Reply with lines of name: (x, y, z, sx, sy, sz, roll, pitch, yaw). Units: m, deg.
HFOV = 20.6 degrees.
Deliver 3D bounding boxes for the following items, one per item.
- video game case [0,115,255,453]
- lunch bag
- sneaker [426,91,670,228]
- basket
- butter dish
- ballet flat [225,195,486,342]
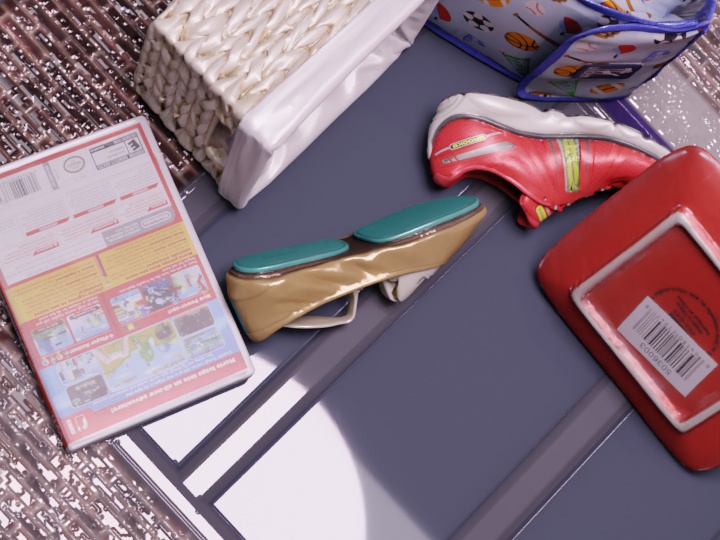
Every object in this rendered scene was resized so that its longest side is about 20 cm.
video game case: (-0.175, 0.007, 1.366, 0.142, 0.017, 0.202, -21, 81, -20)
lunch bag: (0.143, -0.205, 1.429, 0.199, 0.170, 0.125, 31, 72, -5)
sneaker: (0.144, -0.070, 1.453, 0.198, 0.077, 0.086, 12, 83, -4)
basket: (-0.052, -0.165, 1.385, 0.123, 0.136, 0.200, 43, 68, 2)
butter dish: (0.261, 0.007, 1.414, 0.200, 0.199, 0.148, 50, 46, 2)
ballet flat: (0.000, 0.000, 1.401, 0.198, 0.069, 0.064, -16, 107, -16)
